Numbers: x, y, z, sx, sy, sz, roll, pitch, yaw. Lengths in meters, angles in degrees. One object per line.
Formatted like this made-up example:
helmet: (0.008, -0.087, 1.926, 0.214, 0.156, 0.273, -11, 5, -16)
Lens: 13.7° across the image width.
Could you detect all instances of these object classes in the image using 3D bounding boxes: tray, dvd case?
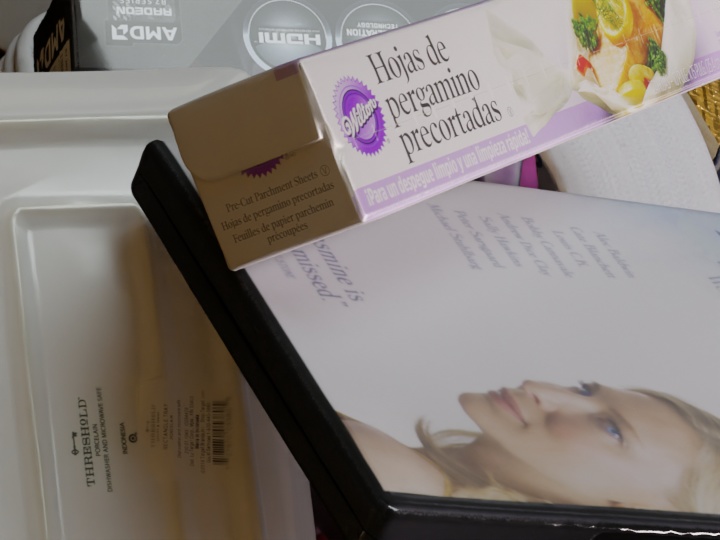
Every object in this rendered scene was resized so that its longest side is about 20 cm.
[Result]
tray: (-0.061, 0.043, 0.696, 0.107, 0.022, 0.200, -2, 72, -19)
dvd case: (0.059, 0.023, 0.697, 0.200, 0.018, 0.143, 6, 30, -31)

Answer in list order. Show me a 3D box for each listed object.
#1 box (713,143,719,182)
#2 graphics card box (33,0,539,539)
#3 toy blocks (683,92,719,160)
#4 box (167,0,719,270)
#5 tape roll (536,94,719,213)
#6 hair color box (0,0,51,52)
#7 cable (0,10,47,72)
box: (0.210, -0.074, 0.909, 0.148, 0.200, 0.107, 26, 26, 19)
graphics card box: (-0.014, 0.025, 0.757, 0.125, 0.051, 0.200, 2, 70, -17)
toy blocks: (0.114, 0.027, 0.991, 0.200, 0.100, 0.137, 59, 19, -3)
box: (0.030, -0.044, 0.719, 0.200, 0.041, 0.039, -23, 92, -55)
tape roll: (0.000, 0.000, 0.833, 0.200, 0.066, 0.201, 6, 70, -17)
hair color box: (-0.140, -0.154, 1.044, 0.200, 0.111, 0.064, 30, 12, -2)
cable: (-0.031, -0.011, 0.955, 0.200, 0.069, 0.200, 10, 32, -41)
